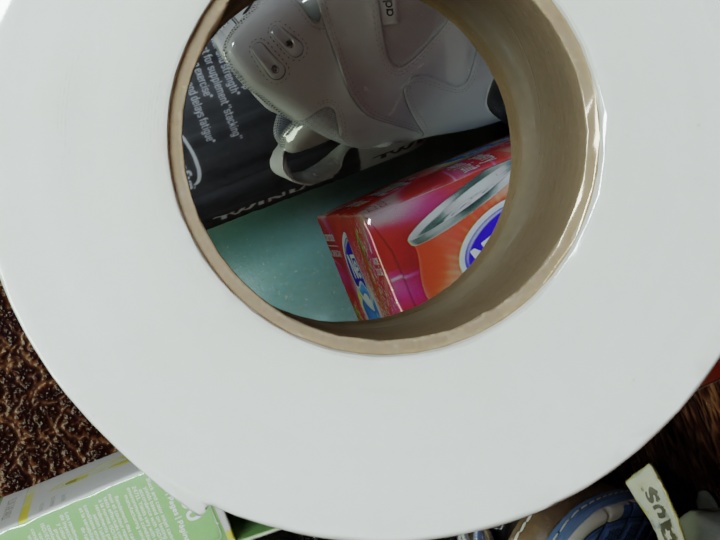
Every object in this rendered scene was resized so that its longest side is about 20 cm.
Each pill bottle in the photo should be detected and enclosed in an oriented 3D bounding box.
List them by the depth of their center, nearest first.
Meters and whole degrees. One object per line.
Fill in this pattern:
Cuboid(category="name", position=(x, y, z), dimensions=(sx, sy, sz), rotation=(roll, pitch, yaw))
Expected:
Cuboid(category="pill bottle", position=(-0.041, -0.077, 1.029), dimensions=(0.106, 0.200, 0.106), rotation=(159, 90, -86))

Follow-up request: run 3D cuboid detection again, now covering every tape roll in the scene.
Cuboid(category="tape roll", position=(0.000, -0.034, 0.741), dimensions=(0.139, 0.202, 0.203), rotation=(-160, 48, -85))

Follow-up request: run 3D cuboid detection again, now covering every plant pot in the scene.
Cuboid(category="plant pot", position=(0.000, 0.000, 1.150), dimensions=(0.200, 0.200, 0.134), rotation=(-166, 77, -85))

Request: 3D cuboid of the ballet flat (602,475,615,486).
Cuboid(category="ballet flat", position=(0.094, 0.113, 1.315), dimensions=(0.071, 0.069, 0.200), rotation=(50, -179, -4))

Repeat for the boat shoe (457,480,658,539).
Cuboid(category="boat shoe", position=(0.075, 0.108, 1.072), dimensions=(0.072, 0.072, 0.200), rotation=(33, 176, 17))

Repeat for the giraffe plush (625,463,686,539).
Cuboid(category="giraffe plush", position=(0.070, 0.171, 0.870), dimensions=(0.200, 0.162, 0.173), rotation=(57, 151, 30))

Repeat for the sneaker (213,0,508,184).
Cuboid(category="sneaker", position=(-0.006, -0.123, 0.923), dimensions=(0.075, 0.115, 0.200), rotation=(-122, 10, -64))

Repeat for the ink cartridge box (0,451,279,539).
Cuboid(category="ink cartridge box", position=(-0.060, 0.087, 1.119), dimensions=(0.146, 0.200, 0.048), rotation=(-167, 54, -85))

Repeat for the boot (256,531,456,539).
Cuboid(category="boot", position=(0.009, 0.111, 1.217), dimensions=(0.132, 0.200, 0.070), rotation=(2, 118, 61))

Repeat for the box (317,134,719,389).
Cuboid(category="box", position=(0.053, 0.005, 0.953), dimensions=(0.200, 0.100, 0.096), rotation=(-168, 55, -85))

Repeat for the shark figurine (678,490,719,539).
Cuboid(category="shark figurine", position=(0.125, 0.171, 1.023), dimensions=(0.128, 0.089, 0.215), rotation=(-120, 10, -70))
